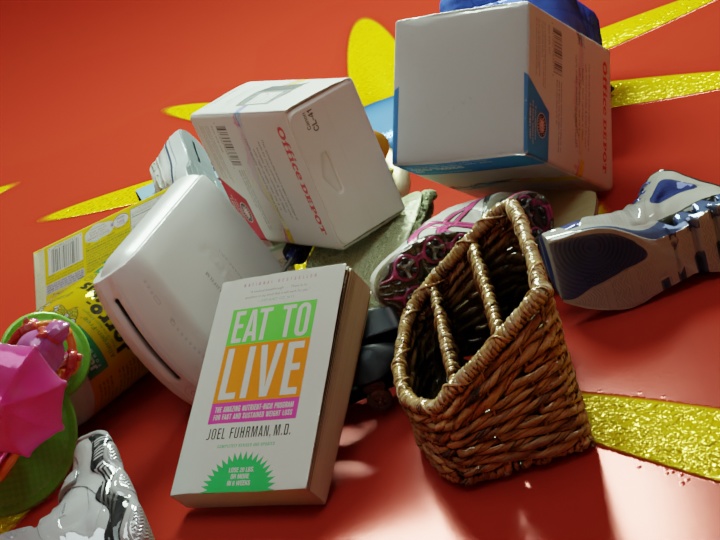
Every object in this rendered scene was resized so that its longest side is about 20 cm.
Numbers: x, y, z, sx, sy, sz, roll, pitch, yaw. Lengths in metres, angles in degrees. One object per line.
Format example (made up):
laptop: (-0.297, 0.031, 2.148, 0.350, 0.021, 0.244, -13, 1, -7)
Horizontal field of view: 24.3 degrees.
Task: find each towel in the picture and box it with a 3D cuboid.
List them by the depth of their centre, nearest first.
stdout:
towel: (0.000, 0.000, 1.583, 0.148, 0.037, 0.200, -27, 26, 26)

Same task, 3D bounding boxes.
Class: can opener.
can opener: (-0.044, 0.105, 1.431, 0.200, 0.063, 0.079, -27, 50, 7)

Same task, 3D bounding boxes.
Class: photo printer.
photo printer: (-0.155, 0.021, 1.557, 0.069, 0.166, 0.200, -29, 16, 32)

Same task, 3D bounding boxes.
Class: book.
book: (-0.074, 0.098, 1.385, 0.133, 0.048, 0.200, -6, 57, 28)

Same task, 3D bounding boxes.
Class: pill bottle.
pill bottle: (-0.266, 0.078, 1.582, 0.113, 0.113, 0.200, 5, 34, 43)

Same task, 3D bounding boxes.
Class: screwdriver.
screwdriver: (-0.072, -0.005, 1.619, 0.029, 0.028, 0.200, -32, 8, 17)

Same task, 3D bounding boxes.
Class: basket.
basket: (0.088, 0.054, 1.323, 0.143, 0.149, 0.200, -17, 25, 6)

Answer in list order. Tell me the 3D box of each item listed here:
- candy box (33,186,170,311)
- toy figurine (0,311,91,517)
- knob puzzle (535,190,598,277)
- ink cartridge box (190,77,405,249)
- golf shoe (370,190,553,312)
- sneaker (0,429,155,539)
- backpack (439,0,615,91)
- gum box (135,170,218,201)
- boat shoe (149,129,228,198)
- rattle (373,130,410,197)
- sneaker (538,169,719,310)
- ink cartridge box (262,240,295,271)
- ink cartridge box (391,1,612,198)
candy box: (-0.258, -0.007, 1.743, 0.200, 0.026, 0.102, -23, 61, 26)
toy figurine: (-0.280, 0.097, 1.399, 0.200, 0.150, 0.184, -57, 8, -26)
knob puzzle: (0.139, -0.021, 1.583, 0.219, 0.030, 0.220, -17, 24, 8)
ink cartridge box: (-0.063, -0.106, 1.627, 0.086, 0.148, 0.200, -33, 21, -27)
golf shoe: (0.079, -0.013, 1.498, 0.200, 0.073, 0.092, -25, 17, -35)
sneaker: (-0.234, 0.201, 1.342, 0.115, 0.075, 0.200, -22, 27, -11)
backpack: (0.167, -0.263, 1.837, 0.162, 0.168, 0.200, -16, -9, 20)
gum box: (-0.144, -0.088, 1.918, 0.200, 0.045, 0.170, -25, 26, -9)
boat shoe: (-0.189, -0.082, 1.822, 0.067, 0.074, 0.200, -45, 24, 12)
rattle: (-0.028, -0.140, 1.778, 0.130, 0.143, 0.200, -25, 46, 12)
sneaker: (0.253, -0.031, 1.477, 0.199, 0.081, 0.115, -13, 20, -3)
ink cartridge box: (-0.179, 0.001, 1.758, 0.200, 0.048, 0.146, -21, 25, -8)
ink cartridge box: (0.141, -0.157, 1.622, 0.144, 0.148, 0.200, -4, -10, 31)
